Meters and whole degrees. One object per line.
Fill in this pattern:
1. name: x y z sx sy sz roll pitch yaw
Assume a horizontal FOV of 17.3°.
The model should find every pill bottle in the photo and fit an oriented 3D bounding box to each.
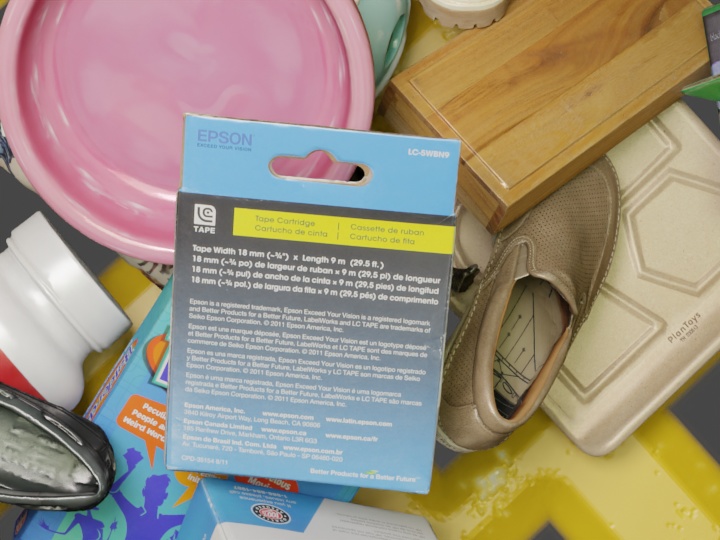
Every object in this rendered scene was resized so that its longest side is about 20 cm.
1. pill bottle: -0.230 0.063 1.335 0.200 0.112 0.112 -41 90 -4

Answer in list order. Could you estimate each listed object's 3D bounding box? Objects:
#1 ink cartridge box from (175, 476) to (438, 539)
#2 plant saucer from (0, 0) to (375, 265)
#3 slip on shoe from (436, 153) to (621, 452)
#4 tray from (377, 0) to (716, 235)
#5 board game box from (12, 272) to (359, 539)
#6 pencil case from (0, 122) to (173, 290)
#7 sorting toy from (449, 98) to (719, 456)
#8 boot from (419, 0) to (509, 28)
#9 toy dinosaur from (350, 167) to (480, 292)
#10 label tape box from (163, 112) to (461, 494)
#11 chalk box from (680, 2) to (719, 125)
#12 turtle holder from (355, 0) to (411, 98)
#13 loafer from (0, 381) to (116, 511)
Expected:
1. ink cartridge box: -0.010 0.206 1.241 0.144 0.200 0.084 14 113 -25
2. plant saucer: -0.091 -0.103 1.244 0.199 0.051 0.202 1 114 2
3. slip on shoe: 0.100 0.011 1.318 0.076 0.060 0.201 40 64 -16
4. tray: 0.116 -0.113 1.346 0.200 0.037 0.099 -35 75 -29
5. board game box: -0.082 0.107 1.330 0.151 0.045 0.201 29 104 -13
6. pencil case: -0.144 -0.055 1.356 0.200 0.089 0.078 38 103 -1
7. sorting toy: 0.137 -0.021 1.397 0.185 0.036 0.200 -43 85 -4
8. boot: 0.056 -0.248 1.338 0.074 0.108 0.201 -6 56 -6
9. toy dinosaur: 0.000 0.000 1.366 0.102 0.077 0.201 44 127 18
10. label tape box: -0.025 0.009 1.228 0.143 0.063 0.202 6 113 1
11. chalk box: 0.277 -0.102 1.324 0.199 0.124 0.125 -9 88 -27
12. turtle holder: -0.041 -0.138 1.329 0.140 0.132 0.187 -22 43 27
13. loafer: -0.223 0.078 1.245 0.199 0.070 0.069 20 92 -11
